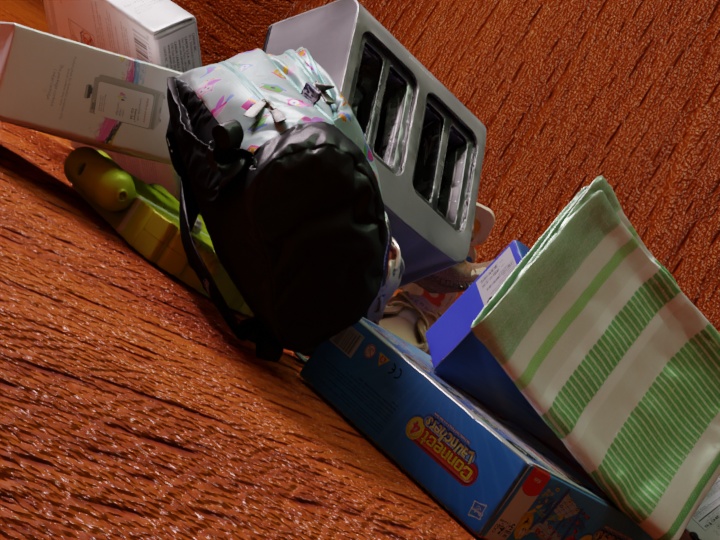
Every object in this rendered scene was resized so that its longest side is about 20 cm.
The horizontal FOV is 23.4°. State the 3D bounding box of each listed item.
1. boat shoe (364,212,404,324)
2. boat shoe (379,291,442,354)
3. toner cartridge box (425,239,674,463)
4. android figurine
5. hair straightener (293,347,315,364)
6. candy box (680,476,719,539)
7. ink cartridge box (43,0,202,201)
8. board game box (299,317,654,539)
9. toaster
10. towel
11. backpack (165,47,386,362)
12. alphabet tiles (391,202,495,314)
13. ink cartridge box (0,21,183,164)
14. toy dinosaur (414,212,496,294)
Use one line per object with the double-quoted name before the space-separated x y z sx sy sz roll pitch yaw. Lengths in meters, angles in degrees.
"boat shoe" 0.000 0.000 1.286 0.200 0.062 0.072 113 -36 -65
"boat shoe" 0.037 0.052 1.528 0.073 0.069 0.200 35 4 11
"toner cartridge box" 0.149 0.071 1.172 0.199 0.095 0.043 33 25 -24
"android figurine" -0.136 -0.029 1.281 0.182 0.041 0.200 32 3 -39
"hair straightener" -0.002 0.063 1.259 0.077 0.041 0.200 37 2 28
"candy box" 0.288 0.214 1.307 0.168 0.071 0.200 56 -3 -19
"ink cartridge box" -0.189 -0.149 1.419 0.173 0.043 0.201 38 -35 38
"board game box" 0.086 0.125 1.161 0.195 0.056 0.200 31 5 -46
"toaster" -0.004 -0.090 1.377 0.118 0.201 0.181 -20 -45 37
"towel" 0.173 0.060 1.118 0.200 0.153 0.023 51 -32 -15
"backpack" -0.056 -0.061 1.145 0.125 0.168 0.200 -13 34 -16
"alphabet tiles" 0.016 -0.047 1.592 0.194 0.201 0.015 25 26 -3
"ink cartridge box" -0.188 -0.123 1.253 0.199 0.068 0.116 14 1 -35
"toy dinosaur" 0.046 -0.018 1.506 0.198 0.087 0.136 22 15 10
